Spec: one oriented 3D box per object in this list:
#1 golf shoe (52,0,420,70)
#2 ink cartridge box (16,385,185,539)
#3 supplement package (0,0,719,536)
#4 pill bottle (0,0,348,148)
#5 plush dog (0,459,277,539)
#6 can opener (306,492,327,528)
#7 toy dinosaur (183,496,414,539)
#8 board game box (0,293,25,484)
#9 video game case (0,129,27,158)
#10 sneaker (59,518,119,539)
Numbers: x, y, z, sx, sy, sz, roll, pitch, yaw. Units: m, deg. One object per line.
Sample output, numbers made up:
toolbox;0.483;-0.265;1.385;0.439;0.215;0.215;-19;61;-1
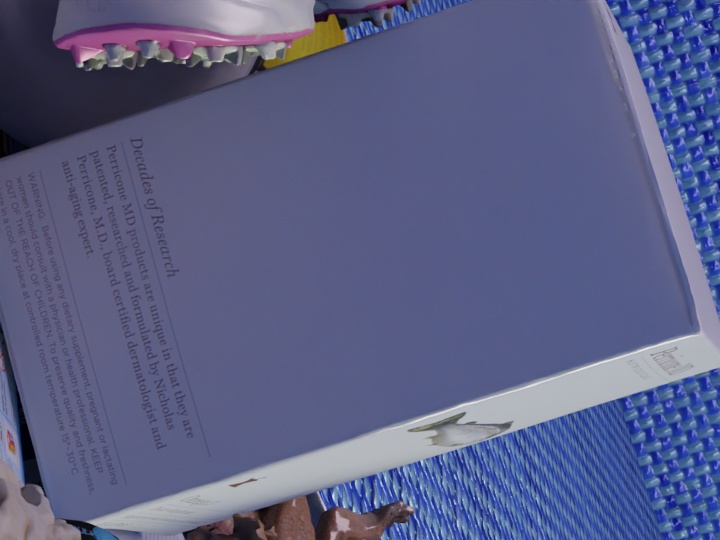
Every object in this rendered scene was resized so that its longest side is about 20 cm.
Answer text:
golf shoe;-0.029;-0.110;0.794;0.200;0.075;0.092;-32;117;-71
ink cartridge box;-0.076;0.150;0.891;0.196;0.043;0.200;-91;165;-61
supplement package;0.000;0.000;0.851;0.117;0.200;0.117;29;44;-76
pill bottle;-0.066;-0.080;0.980;0.200;0.112;0.112;28;48;-77
plush dog;-0.123;0.064;0.527;0.172;0.160;0.200;39;25;-26
can opener;-0.038;0.132;1.164;0.067;0.053;0.200;-5;79;-48
toy dinosaur;-0.037;0.130;1.037;0.200;0.086;0.136;56;26;-50
board game box;-0.146;-0.012;0.747;0.200;0.037;0.151;60;17;-56
video game case;-0.113;-0.046;1.049;0.200;0.017;0.143;61;17;-56
sneaker;-0.081;0.163;0.725;0.073;0.082;0.200;-47;123;-81
